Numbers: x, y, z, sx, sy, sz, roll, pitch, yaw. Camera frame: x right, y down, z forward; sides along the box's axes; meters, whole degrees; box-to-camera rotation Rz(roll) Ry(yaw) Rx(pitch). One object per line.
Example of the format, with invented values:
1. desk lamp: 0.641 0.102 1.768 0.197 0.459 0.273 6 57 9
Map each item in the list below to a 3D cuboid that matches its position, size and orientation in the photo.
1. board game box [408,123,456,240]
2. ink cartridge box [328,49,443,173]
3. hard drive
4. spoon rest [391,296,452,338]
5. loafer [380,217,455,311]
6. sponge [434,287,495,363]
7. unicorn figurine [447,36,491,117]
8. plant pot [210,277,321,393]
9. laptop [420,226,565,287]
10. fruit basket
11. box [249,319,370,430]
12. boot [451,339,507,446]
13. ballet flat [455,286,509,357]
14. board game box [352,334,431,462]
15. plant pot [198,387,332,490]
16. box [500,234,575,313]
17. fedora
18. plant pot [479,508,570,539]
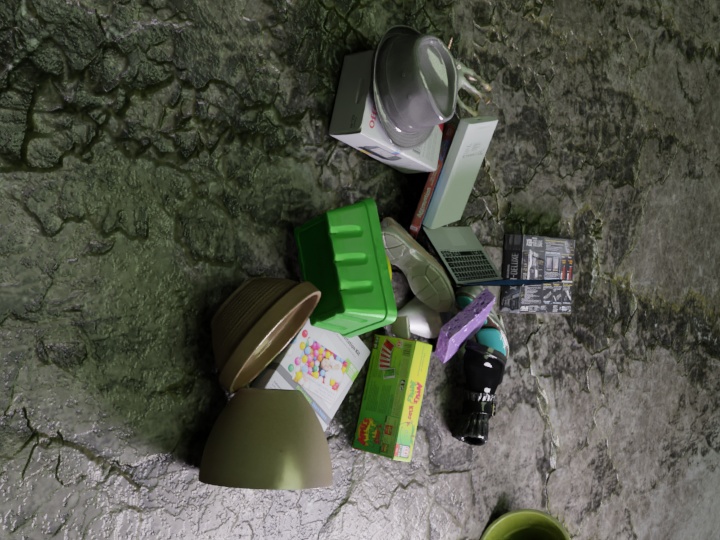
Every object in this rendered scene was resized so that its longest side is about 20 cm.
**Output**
1. board game box: 0.126 -0.153 1.753 0.019 0.103 0.203 20 73 2
2. ink cartridge box: 0.052 -0.267 1.667 0.198 0.085 0.150 21 76 -43
3. hard drive: 0.181 -0.179 1.768 0.131 0.026 0.203 -21 134 -58
4. spoon rest: 0.110 0.083 1.783 0.199 0.060 0.101 -15 102 -58
5. loafer: 0.102 -0.015 1.727 0.200 0.071 0.063 46 34 -19
6. sponge: 0.186 0.102 1.762 0.111 0.030 0.200 -42 166 -11
7. unicorn figurine: 0.173 -0.344 1.748 0.137 0.200 0.074 39 98 -13
8. plant pot: -0.156 0.076 1.446 0.093 0.201 0.201 42 55 8
9. laptop: 0.241 -0.028 1.771 0.186 0.116 0.202 -3 58 -56
10. fruit basket: 0.000 0.000 1.578 0.213 0.154 0.219 16 64 -37
11. box: -0.080 0.165 1.597 0.156 0.041 0.201 52 57 -34
12. boot: 0.220 0.236 1.842 0.160 0.078 0.212 -67 157 -19
13. ballet flat: 0.249 0.093 1.911 0.201 0.067 0.064 58 48 -31
14. board game box: 0.055 0.220 1.695 0.047 0.101 0.204 18 80 -43
15. plant pot: -0.137 0.243 1.441 0.198 0.198 0.137 8 81 -45
16. box: 0.373 0.009 2.040 0.198 0.049 0.161 2 92 -46
17. fedora: 0.101 -0.302 1.592 0.176 0.089 0.204 -22 105 -44
18. plant pot: 0.353 0.621 1.993 0.202 0.198 0.191 -58 142 -25
